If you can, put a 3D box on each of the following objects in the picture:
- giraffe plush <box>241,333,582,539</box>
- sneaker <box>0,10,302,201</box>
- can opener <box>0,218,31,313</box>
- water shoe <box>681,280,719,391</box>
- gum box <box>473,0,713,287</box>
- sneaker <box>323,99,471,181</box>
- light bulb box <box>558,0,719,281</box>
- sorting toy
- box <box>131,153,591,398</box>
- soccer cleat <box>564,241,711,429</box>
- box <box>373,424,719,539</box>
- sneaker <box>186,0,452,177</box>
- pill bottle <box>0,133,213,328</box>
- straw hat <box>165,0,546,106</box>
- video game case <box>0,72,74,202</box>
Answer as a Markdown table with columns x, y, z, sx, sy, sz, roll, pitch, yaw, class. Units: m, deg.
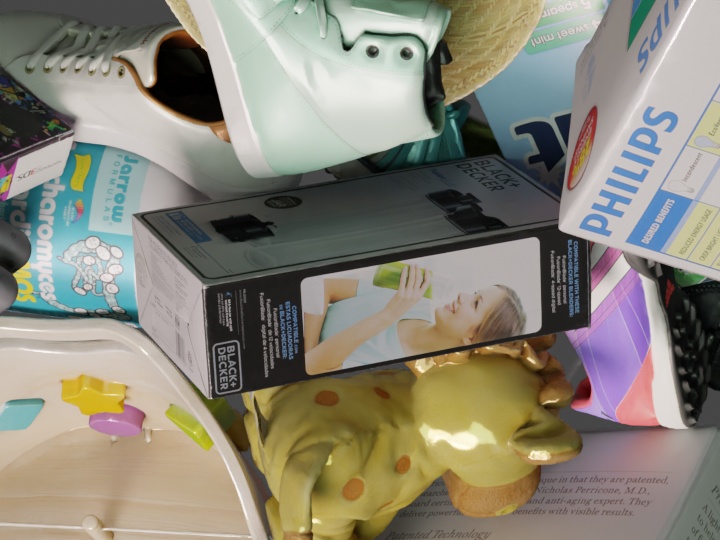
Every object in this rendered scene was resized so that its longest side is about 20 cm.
| x | y | z | sx | sy | sz | roll | pitch | yaw | class |
| --- | --- | --- | --- | --- | --- | --- | --- | --- | --- |
| 0.027 | 0.081 | 1.516 | 0.162 | 0.173 | 0.200 | -13 | 157 | -5 | giraffe plush |
| -0.116 | -0.106 | 1.505 | 0.200 | 0.073 | 0.085 | 22 | 143 | 24 | sneaker |
| -0.251 | 0.023 | 1.533 | 0.067 | 0.053 | 0.200 | 34 | 138 | -24 | can opener |
| 0.238 | 0.057 | 1.541 | 0.200 | 0.079 | 0.072 | 20 | 125 | 2 | water shoe |
| 0.152 | -0.086 | 1.490 | 0.170 | 0.045 | 0.200 | -14 | 118 | 24 | gum box |
| 0.014 | -0.079 | 1.528 | 0.080 | 0.078 | 0.200 | -35 | 115 | 11 | sneaker |
| 0.219 | -0.092 | 1.341 | 0.200 | 0.125 | 0.198 | 17 | 136 | -9 | light bulb box |
| -0.148 | 0.080 | 1.602 | 0.200 | 0.107 | 0.180 | 1 | 149 | 13 | sorting toy |
| 0.000 | 0.000 | 1.444 | 0.200 | 0.117 | 0.060 | -9 | 111 | -18 | box |
| 0.124 | -0.003 | 1.489 | 0.073 | 0.068 | 0.200 | -1 | 126 | 22 | soccer cleat |
| 0.131 | 0.198 | 1.590 | 0.200 | 0.131 | 0.199 | -5 | 129 | 41 | box |
| -0.021 | -0.141 | 1.370 | 0.118 | 0.074 | 0.201 | -8 | 121 | 18 | sneaker |
| -0.141 | -0.028 | 1.565 | 0.200 | 0.111 | 0.111 | 6 | 124 | 10 | pill bottle |
| 0.000 | -0.178 | 1.440 | 0.201 | 0.085 | 0.201 | 3 | 114 | 7 | straw hat |
| -0.275 | -0.086 | 1.478 | 0.200 | 0.181 | 0.036 | 37 | 130 | 21 | video game case |
